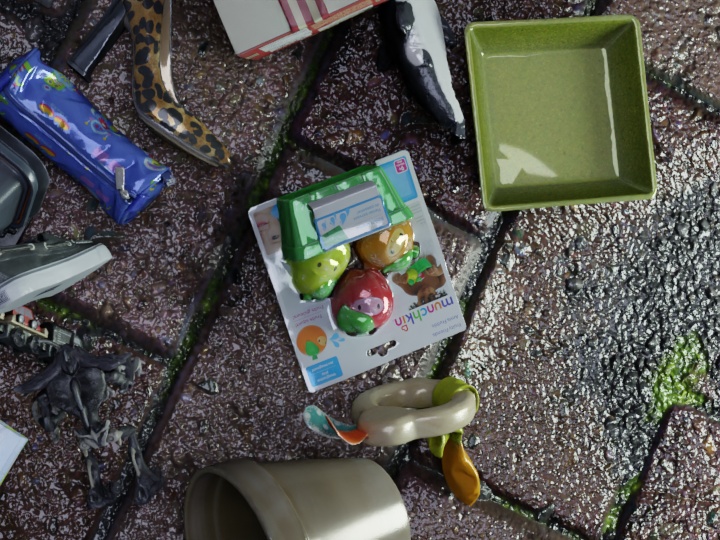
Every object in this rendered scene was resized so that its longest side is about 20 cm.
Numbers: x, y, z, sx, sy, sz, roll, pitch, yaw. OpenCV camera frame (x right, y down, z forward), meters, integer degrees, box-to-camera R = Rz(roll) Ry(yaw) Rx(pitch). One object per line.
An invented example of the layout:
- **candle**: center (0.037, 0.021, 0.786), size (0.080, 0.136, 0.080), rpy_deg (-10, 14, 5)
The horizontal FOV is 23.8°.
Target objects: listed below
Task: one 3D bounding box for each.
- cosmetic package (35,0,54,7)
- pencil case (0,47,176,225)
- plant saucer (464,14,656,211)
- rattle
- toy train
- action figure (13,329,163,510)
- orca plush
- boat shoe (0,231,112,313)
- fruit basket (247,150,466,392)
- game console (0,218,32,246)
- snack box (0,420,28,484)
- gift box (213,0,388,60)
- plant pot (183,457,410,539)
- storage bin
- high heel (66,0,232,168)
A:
- **cosmetic package**: center (-0.283, -0.369, 1.698), size (0.074, 0.102, 0.201), rpy_deg (32, 80, -8)
- **pencil case**: center (-0.279, -0.130, 1.687), size (0.200, 0.087, 0.078), rpy_deg (42, 99, -6)
- **plant saucer**: center (0.208, -0.167, 1.826), size (0.198, 0.048, 0.202), rpy_deg (-5, 87, -14)
- **rattle**: center (0.031, 0.185, 1.704), size (0.200, 0.130, 0.144), rpy_deg (-24, 130, -51)
- **toy train**: center (-0.328, 0.054, 1.623), size (0.034, 0.200, 0.046), rpy_deg (-8, 70, 26)
- **action figure**: center (-0.262, 0.133, 1.651), size (0.118, 0.102, 0.201), rpy_deg (-18, 116, -5)
- **orca plush**: center (0.055, -0.222, 1.800), size (0.105, 0.071, 0.201), rpy_deg (-34, 101, -58)
- **boat shoe**: center (-0.302, -0.008, 1.624), size (0.068, 0.200, 0.057), rpy_deg (-31, 89, 21)
- **fruit basket**: center (0.000, 0.000, 1.740), size (0.184, 0.094, 0.201), rpy_deg (-20, 93, -14)
- **game console**: center (-0.428, -0.048, 1.627), size (0.199, 0.116, 0.177), rpy_deg (29, 80, -10)
- **snack box**: center (-0.379, 0.210, 1.574), size (0.067, 0.200, 0.169), rpy_deg (33, 78, -9)
- **gift box**: center (-0.086, -0.324, 1.704), size (0.183, 0.200, 0.188), rpy_deg (-23, 95, 0)
- **plant pot**: center (-0.053, 0.265, 1.669), size (0.173, 0.200, 0.201), rpy_deg (-15, 89, -32)
- **storage bin**: center (-0.408, -0.088, 1.573), size (0.200, 0.146, 0.135), rpy_deg (38, 59, -1)
- **high heel**: center (-0.179, -0.207, 1.721), size (0.200, 0.071, 0.143), rpy_deg (37, 84, 1)
